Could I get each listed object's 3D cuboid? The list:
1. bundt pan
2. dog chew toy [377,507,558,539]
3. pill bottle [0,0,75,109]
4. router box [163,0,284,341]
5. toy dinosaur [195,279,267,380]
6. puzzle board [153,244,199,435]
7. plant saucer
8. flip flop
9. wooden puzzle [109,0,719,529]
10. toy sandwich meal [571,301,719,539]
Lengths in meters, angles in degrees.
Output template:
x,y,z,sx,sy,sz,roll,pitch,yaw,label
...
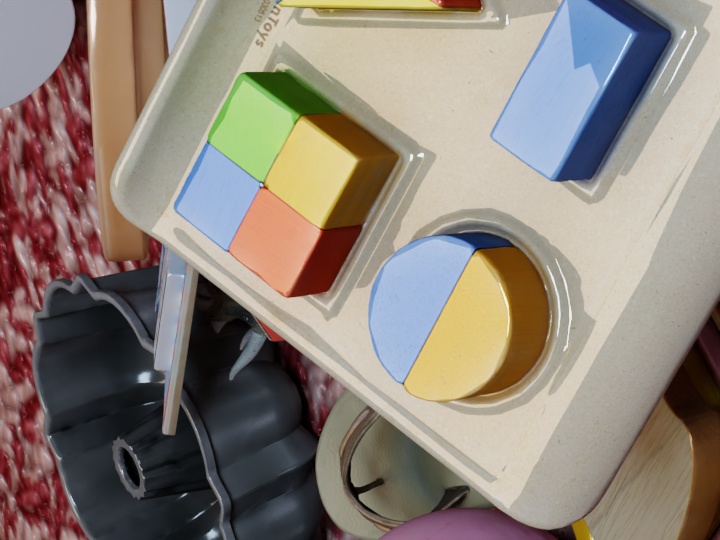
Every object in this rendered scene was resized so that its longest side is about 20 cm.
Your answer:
x,y,z,sx,sy,sz,roll,pitch,yaw,label
-0.085,0.085,1.409,0.202,0.076,0.202,42,144,42,bundt pan
0.078,0.167,1.127,0.200,0.124,0.125,12,120,44,dog chew toy
-0.231,-0.174,1.456,0.200,0.112,0.112,49,147,34,pill bottle
-0.037,-0.091,1.075,0.180,0.049,0.201,64,-162,-72,router box
0.000,0.000,1.219,0.200,0.077,0.102,14,133,53,toy dinosaur
-0.076,-0.049,1.251,0.151,0.017,0.200,-89,7,-46,puzzle board
-0.089,-0.104,1.119,0.200,0.032,0.201,179,90,-87,plant saucer
0.025,0.083,1.226,0.200,0.057,0.081,-14,96,63,flip flop
0.026,-0.043,0.893,0.200,0.046,0.186,35,110,19,wooden puzzle
0.091,0.024,1.048,0.205,0.070,0.206,41,142,42,toy sandwich meal
